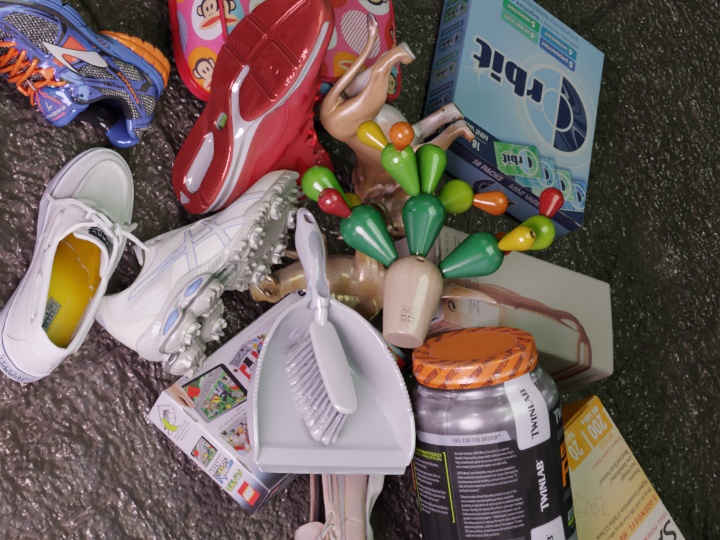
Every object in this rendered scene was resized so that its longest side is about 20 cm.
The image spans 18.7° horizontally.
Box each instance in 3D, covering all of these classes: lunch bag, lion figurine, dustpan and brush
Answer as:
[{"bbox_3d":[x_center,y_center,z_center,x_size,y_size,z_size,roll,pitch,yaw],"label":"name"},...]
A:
[{"bbox_3d":[-0.063,-0.216,1.779,0.200,0.082,0.176,7,67,-42],"label":"lunch bag"},{"bbox_3d":[0.015,-0.110,1.759,0.200,0.122,0.072,49,9,-38],"label":"lion figurine"},{"bbox_3d":[-0.031,0.049,1.627,0.140,0.057,0.200,4,55,-33],"label":"dustpan and brush"}]

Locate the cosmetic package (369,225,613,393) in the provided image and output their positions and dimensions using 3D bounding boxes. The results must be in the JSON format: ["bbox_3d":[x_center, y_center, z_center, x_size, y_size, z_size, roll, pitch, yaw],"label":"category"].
[{"bbox_3d":[0.106,0.038,1.815,0.200,0.103,0.087,17,62,-37],"label":"cosmetic package"}]

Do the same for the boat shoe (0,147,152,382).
[{"bbox_3d":[-0.195,-0.016,1.558,0.075,0.086,0.202,41,49,-23],"label":"boat shoe"}]

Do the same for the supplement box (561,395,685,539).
[{"bbox_3d":[0.196,0.225,1.839,0.126,0.074,0.200,-41,102,-45],"label":"supplement box"}]

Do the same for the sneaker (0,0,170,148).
[{"bbox_3d":[-0.223,-0.148,1.602,0.200,0.075,0.078,19,63,-36],"label":"sneaker"}]

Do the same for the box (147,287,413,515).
[{"bbox_3d":[-0.057,0.090,1.655,0.110,0.035,0.200,43,43,9],"label":"box"}]

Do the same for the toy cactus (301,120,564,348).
[{"bbox_3d":[0.052,-0.024,1.660,0.200,0.102,0.165,16,67,-13],"label":"toy cactus"}]

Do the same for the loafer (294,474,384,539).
[{"bbox_3d":[-0.026,0.195,1.652,0.063,0.072,0.200,23,49,-15],"label":"loafer"}]

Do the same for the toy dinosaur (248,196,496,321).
[{"bbox_3d":[0.000,0.000,1.712,0.200,0.058,0.101,3,58,-10],"label":"toy dinosaur"}]

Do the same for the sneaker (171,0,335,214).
[{"bbox_3d":[-0.057,-0.127,1.685,0.115,0.200,0.078,4,40,-49],"label":"sneaker"}]

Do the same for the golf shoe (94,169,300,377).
[{"bbox_3d":[-0.119,-0.016,1.623,0.097,0.078,0.200,22,50,20],"label":"golf shoe"}]

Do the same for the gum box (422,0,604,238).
[{"bbox_3d":[0.138,-0.153,1.973,0.170,0.045,0.200,32,52,-31],"label":"gum box"}]

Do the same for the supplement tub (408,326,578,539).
[{"bbox_3d":[0.101,0.152,1.702,0.123,0.122,0.200,-26,114,-47],"label":"supplement tub"}]
